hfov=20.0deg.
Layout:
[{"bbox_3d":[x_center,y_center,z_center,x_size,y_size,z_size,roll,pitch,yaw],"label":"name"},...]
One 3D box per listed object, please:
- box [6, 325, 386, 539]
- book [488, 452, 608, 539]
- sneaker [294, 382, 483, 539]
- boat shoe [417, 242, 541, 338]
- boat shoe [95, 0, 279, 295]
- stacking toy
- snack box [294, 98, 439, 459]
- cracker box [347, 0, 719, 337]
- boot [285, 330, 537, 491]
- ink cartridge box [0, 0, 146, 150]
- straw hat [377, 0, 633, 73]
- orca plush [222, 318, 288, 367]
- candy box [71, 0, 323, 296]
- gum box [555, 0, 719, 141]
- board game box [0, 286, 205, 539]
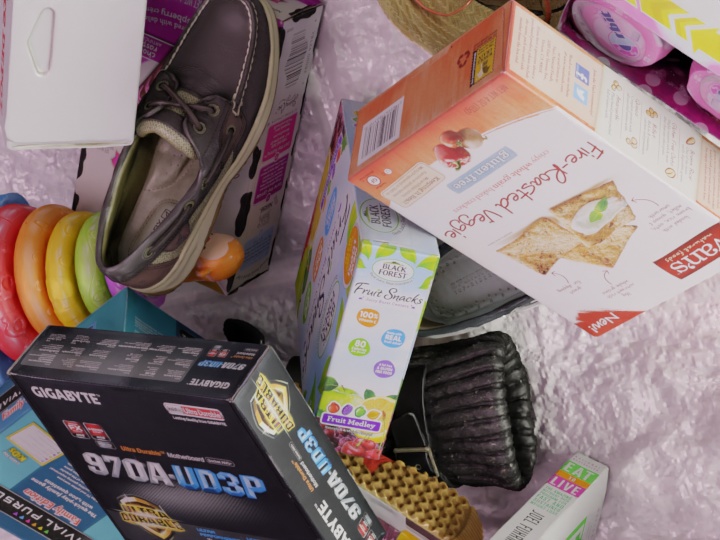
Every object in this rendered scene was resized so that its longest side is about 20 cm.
[{"bbox_3d":[-0.099,0.110,1.225,0.199,0.046,0.160,4,135,41],"label":"box"},{"bbox_3d":[0.090,0.209,1.279,0.048,0.200,0.135,24,119,20],"label":"book"},{"bbox_3d":[-0.024,0.146,1.289,0.199,0.075,0.090,34,115,2],"label":"sneaker"},{"bbox_3d":[0.103,-0.010,1.274,0.199,0.060,0.076,-35,89,34],"label":"boat shoe"},{"bbox_3d":[-0.109,-0.081,1.258,0.071,0.066,0.203,23,94,18],"label":"boat shoe"},{"bbox_3d":[-0.165,0.001,1.342,0.198,0.116,0.111,-8,119,26],"label":"stacking toy"},{"bbox_3d":[0.000,0.000,1.256,0.052,0.201,0.143,9,118,-9],"label":"snack box"},{"bbox_3d":[0.111,-0.051,1.144,0.199,0.058,0.134,30,139,-27],"label":"cracker box"},{"bbox_3d":[0.043,0.140,1.354,0.156,0.080,0.213,-5,123,13],"label":"boot"},{"bbox_3d":[-0.191,-0.185,1.261,0.083,0.201,0.147,-2,125,-17],"label":"ink cartridge box"},{"bbox_3d":[0.093,-0.181,1.196,0.201,0.201,0.085,44,164,8],"label":"straw hat"},{"bbox_3d":[-0.116,0.085,1.426,0.199,0.071,0.106,27,119,18],"label":"orca plush"},{"bbox_3d":[-0.112,-0.102,1.361,0.135,0.061,0.202,23,118,21],"label":"candy box"},{"bbox_3d":[0.223,-0.130,1.113,0.199,0.114,0.066,35,162,6],"label":"gum box"},{"bbox_3d":[-0.167,0.114,1.361,0.199,0.047,0.151,-36,125,27],"label":"board game box"}]
